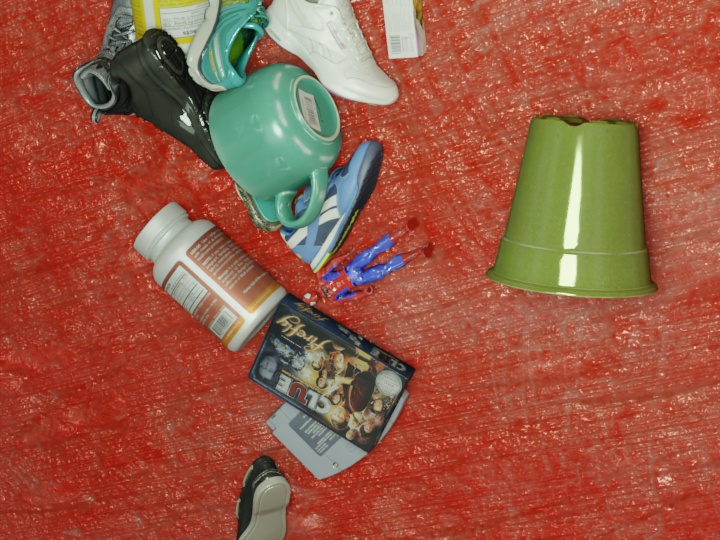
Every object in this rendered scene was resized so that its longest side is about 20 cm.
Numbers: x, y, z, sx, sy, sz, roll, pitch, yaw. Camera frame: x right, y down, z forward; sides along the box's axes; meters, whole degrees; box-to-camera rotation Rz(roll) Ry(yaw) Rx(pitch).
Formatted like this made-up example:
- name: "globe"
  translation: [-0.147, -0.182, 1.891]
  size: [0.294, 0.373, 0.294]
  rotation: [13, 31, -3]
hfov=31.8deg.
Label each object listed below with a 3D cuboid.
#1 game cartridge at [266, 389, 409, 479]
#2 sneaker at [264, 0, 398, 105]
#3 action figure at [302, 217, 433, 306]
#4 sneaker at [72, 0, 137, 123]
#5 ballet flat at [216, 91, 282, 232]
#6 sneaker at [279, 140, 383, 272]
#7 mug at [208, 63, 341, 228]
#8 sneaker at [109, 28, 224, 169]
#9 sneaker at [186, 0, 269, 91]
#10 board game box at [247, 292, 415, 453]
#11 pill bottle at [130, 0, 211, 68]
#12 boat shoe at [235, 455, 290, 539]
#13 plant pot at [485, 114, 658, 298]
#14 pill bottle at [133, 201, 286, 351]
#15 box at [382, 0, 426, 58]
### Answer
- name: "game cartridge"
  translation: [-0.028, 0.197, 1.752]
  size: [0.133, 0.042, 0.200]
  rotation: [43, 120, -2]
- name: "sneaker"
  translation: [-0.028, -0.279, 1.540]
  size: [0.200, 0.075, 0.100]
  rotation: [39, 121, 4]
- name: "action figure"
  translation: [0.000, 0.000, 1.657]
  size: [0.199, 0.052, 0.066]
  rotation: [-30, 101, 32]
- name: "sneaker"
  translation: [-0.312, -0.286, 1.635]
  size: [0.075, 0.114, 0.201]
  rotation: [18, 116, 15]
- name: "ballet flat"
  translation: [-0.153, -0.143, 1.651]
  size: [0.075, 0.068, 0.201]
  rotation: [-20, 90, 63]
- name: "sneaker"
  translation: [-0.039, -0.091, 1.622]
  size: [0.082, 0.074, 0.201]
  rotation: [36, 118, 8]
- name: "mug"
  translation: [-0.086, -0.165, 1.567]
  size: [0.114, 0.152, 0.185]
  rotation: [-25, 114, 32]
- name: "sneaker"
  translation: [-0.231, -0.204, 1.565]
  size: [0.090, 0.076, 0.201]
  rotation: [-19, 121, 25]
- name: "sneaker"
  translation: [-0.141, -0.311, 1.540]
  size: [0.079, 0.077, 0.201]
  rotation: [11, 82, 34]
- name: "board game box"
  translation: [-0.042, 0.138, 1.695]
  size: [0.199, 0.035, 0.136]
  rotation: [30, 119, 10]
- name: "pill bottle"
  translation: [-0.230, -0.337, 1.576]
  size: [0.114, 0.114, 0.201]
  rotation: [8, 121, 20]
- name: "boat shoe"
  translation: [-0.150, 0.352, 1.850]
  size: [0.201, 0.073, 0.060]
  rotation: [102, 149, -42]
- name: "plant pot"
  translation: [0.251, -0.080, 1.455]
  size: [0.199, 0.200, 0.191]
  rotation: [7, 100, 20]
- name: "pill bottle"
  translation: [-0.205, 0.005, 1.707]
  size: [0.200, 0.112, 0.112]
  rotation: [43, 120, 3]
- name: "box"
  translation: [0.046, -0.353, 1.501]
  size: [0.041, 0.039, 0.201]
  rotation: [-1, 110, 21]
